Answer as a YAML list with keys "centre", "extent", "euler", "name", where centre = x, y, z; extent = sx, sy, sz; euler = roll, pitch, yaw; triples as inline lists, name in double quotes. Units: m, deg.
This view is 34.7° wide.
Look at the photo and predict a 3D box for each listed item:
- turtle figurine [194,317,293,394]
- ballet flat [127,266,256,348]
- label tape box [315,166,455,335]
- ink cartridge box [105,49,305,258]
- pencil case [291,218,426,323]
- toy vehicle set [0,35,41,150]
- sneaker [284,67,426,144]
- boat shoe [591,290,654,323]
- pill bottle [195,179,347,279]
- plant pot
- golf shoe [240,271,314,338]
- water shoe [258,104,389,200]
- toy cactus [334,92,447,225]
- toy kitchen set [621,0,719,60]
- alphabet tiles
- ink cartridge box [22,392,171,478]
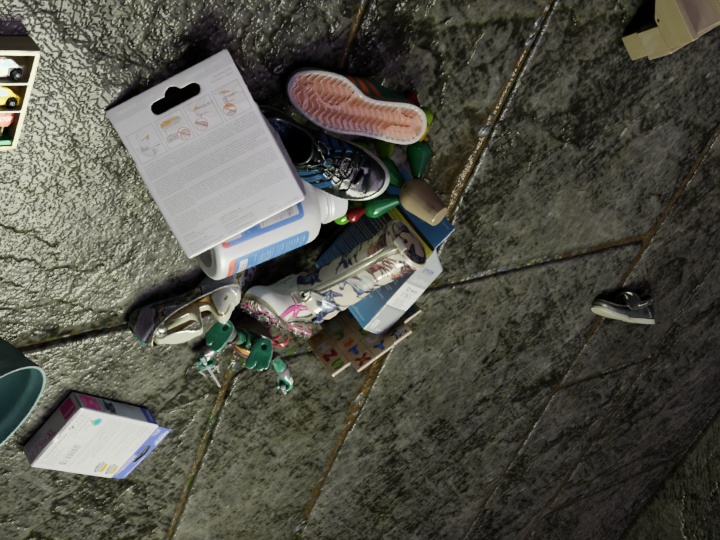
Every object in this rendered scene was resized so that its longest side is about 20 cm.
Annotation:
- centre: [-0.169, 0.120, 1.698]
  extent: [0.148, 0.102, 0.200]
  euler: [8, 169, 1]
  name: "turtle figurine"
- centre: [-0.219, 0.054, 1.590]
  extent: [0.199, 0.072, 0.072]
  euler: [-27, 147, -20]
  name: "ballet flat"
- centre: [0.046, -0.028, 1.691]
  extent: [0.200, 0.144, 0.066]
  euler: [-47, 147, 13]
  name: "label tape box"
- centre: [-0.176, -0.137, 1.342]
  extent: [0.161, 0.057, 0.202]
  euler: [-26, 109, 4]
  name: "ink cartridge box"
- centre: [0.000, 0.000, 1.615]
  extent: [0.199, 0.078, 0.089]
  euler: [-30, -179, 30]
  name: "pencil case"
- centre: [-0.422, -0.171, 1.129]
  extent: [0.198, 0.027, 0.125]
  euler: [-9, 138, -40]
  name: "toy vehicle set"
- centre: [-0.014, -0.213, 1.470]
  extent: [0.198, 0.080, 0.072]
  euler: [15, 106, -29]
  name: "sneaker"
- centre: [0.559, 0.074, 2.455]
  extent: [0.198, 0.071, 0.069]
  euler: [9, 89, -43]
  name: "boat shoe"
- centre: [-0.120, -0.074, 1.488]
  extent: [0.198, 0.113, 0.113]
  euler: [-23, 145, -24]
  name: "pill bottle"
- centre: [-0.484, 0.139, 1.329]
  extent: [0.200, 0.134, 0.201]
  euler: [-44, 169, -11]
  name: "plant pot"
- centre: [-0.113, 0.039, 1.680]
  extent: [0.093, 0.072, 0.200]
  euler: [-67, 160, -2]
  name: "golf shoe"
- centre: [-0.055, -0.135, 1.418]
  extent: [0.198, 0.079, 0.072]
  euler: [23, 103, -12]
  name: "water shoe"
- centre: [0.049, -0.128, 1.547]
  extent: [0.200, 0.165, 0.102]
  euler: [-47, 160, -6]
  name: "toy cactus"
- centre: [0.471, -0.434, 1.693]
  extent: [0.162, 0.182, 0.200]
  euler: [-29, -173, -9]
  name: "toy kitchen set"
- centre: [0.003, 0.085, 1.762]
  extent: [0.166, 0.200, 0.006]
  euler: [-36, 117, -5]
  name: "alphabet tiles"
- centre: [-0.382, 0.246, 1.690]
  extent: [0.119, 0.042, 0.199]
  euler: [-47, 145, 11]
  name: "ink cartridge box"
